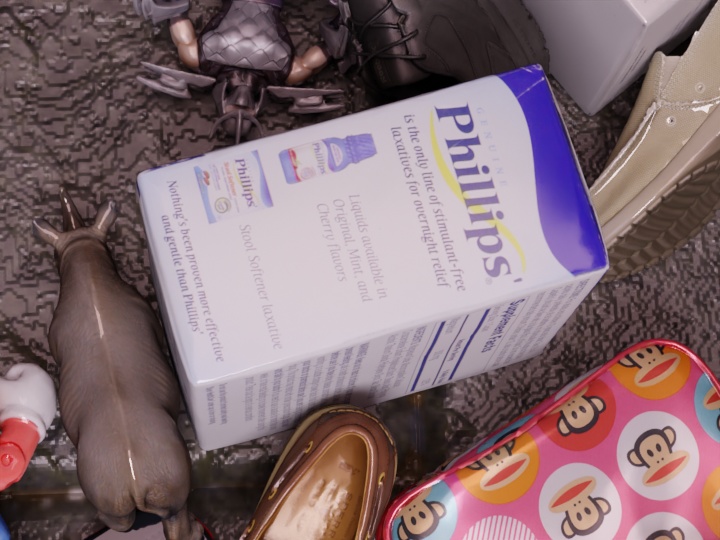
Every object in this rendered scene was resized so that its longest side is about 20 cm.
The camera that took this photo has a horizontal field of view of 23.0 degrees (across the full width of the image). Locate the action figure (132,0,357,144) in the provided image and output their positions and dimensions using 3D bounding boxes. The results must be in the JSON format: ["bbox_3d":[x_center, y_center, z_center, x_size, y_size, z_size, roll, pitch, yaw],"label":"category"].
[{"bbox_3d":[-0.057,-0.164,0.963,0.129,0.069,0.202,10,81,-14],"label":"action figure"}]

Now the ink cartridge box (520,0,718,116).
[{"bbox_3d":[0.162,-0.217,0.949,0.200,0.145,0.147,-40,82,-12],"label":"ink cartridge box"}]

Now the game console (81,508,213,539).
[{"bbox_3d":[-0.117,0.238,0.887,0.176,0.031,0.201,-29,80,-10],"label":"game console"}]

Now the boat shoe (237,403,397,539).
[{"bbox_3d":[-0.040,0.158,0.856,0.071,0.068,0.202,24,84,0],"label":"boat shoe"}]

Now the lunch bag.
[{"bbox_3d":[0.124,0.151,0.897,0.199,0.082,0.177,-30,82,-10],"label":"lunch bag"}]

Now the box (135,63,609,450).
[{"bbox_3d":[0.000,0.000,0.871,0.198,0.184,0.106,-15,77,-8],"label":"box"}]

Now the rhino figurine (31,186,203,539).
[{"bbox_3d":[-0.127,0.041,0.893,0.059,0.088,0.201,-15,64,-5],"label":"rhino figurine"}]

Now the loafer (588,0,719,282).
[{"bbox_3d":[0.172,-0.076,0.939,0.200,0.075,0.068,-47,60,14],"label":"loafer"}]

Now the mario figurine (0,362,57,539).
[{"bbox_3d":[-0.204,0.119,0.876,0.123,0.106,0.202,-17,82,-48],"label":"mario figurine"}]

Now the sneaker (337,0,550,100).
[{"bbox_3d":[0.022,-0.144,0.915,0.200,0.076,0.091,49,55,-21],"label":"sneaker"}]
